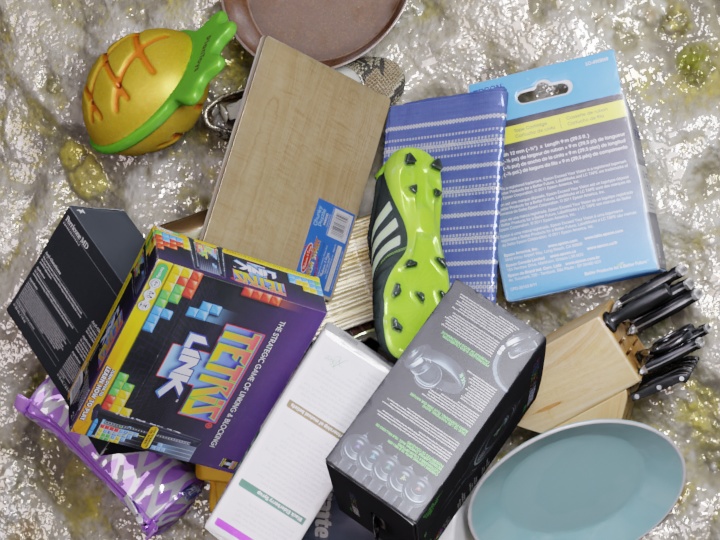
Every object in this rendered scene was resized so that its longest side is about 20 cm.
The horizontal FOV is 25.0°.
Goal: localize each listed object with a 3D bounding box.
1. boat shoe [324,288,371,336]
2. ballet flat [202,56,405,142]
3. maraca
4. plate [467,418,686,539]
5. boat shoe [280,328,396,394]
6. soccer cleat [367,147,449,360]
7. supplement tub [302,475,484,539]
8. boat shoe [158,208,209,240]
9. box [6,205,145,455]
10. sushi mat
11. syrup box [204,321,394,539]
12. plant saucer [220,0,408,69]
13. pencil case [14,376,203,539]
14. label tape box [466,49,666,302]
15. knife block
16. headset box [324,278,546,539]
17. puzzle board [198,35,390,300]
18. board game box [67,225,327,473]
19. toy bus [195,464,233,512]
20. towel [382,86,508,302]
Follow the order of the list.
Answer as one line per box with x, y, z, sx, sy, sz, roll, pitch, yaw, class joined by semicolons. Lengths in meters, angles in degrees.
-0.018;0.053;1.541;0.070;0.070;0.201;-29;89;-10;boat shoe
-0.058;-0.158;1.536;0.199;0.075;0.068;-11;89;18;ballet flat
-0.191;-0.178;1.546;0.199;0.107;0.138;-22;45;39;maraca
0.190;0.193;1.439;0.199;0.200;0.026;-31;42;17;plate
0.019;0.087;1.475;0.201;0.060;0.073;-22;90;-4;boat shoe
0.037;-0.010;1.426;0.081;0.067;0.201;-35;46;56;soccer cleat
0.006;0.223;1.499;0.199;0.140;0.141;6;94;18;supplement tub
-0.150;-0.022;1.521;0.073;0.200;0.063;-18;93;-9;boat shoe
-0.239;0.056;1.563;0.200;0.079;0.141;51;121;28;box
0.000;0.000;1.508;0.199;0.012;0.096;-19;85;-11;sushi mat
-0.049;0.152;1.400;0.081;0.079;0.201;32;94;0;syrup box
-0.036;-0.280;1.529;0.199;0.034;0.202;-4;78;19;plant saucer
-0.246;0.179;1.607;0.200;0.085;0.084;42;139;15;pencil case
0.186;-0.083;1.467;0.142;0.066;0.201;-12;84;18;label tape box
0.206;0.065;1.451;0.199;0.064;0.177;16;108;17;knife block
0.060;0.136;1.351;0.093;0.174;0.200;33;73;14;headset box
-0.059;-0.090;1.465;0.017;0.150;0.201;5;75;53;puzzle board
-0.146;0.075;1.432;0.164;0.057;0.201;18;120;-22;board game box
-0.116;0.141;1.567;0.065;0.078;0.202;5;93;18;toy bus
0.074;-0.061;1.461;0.144;0.024;0.202;-4;79;45;towel
